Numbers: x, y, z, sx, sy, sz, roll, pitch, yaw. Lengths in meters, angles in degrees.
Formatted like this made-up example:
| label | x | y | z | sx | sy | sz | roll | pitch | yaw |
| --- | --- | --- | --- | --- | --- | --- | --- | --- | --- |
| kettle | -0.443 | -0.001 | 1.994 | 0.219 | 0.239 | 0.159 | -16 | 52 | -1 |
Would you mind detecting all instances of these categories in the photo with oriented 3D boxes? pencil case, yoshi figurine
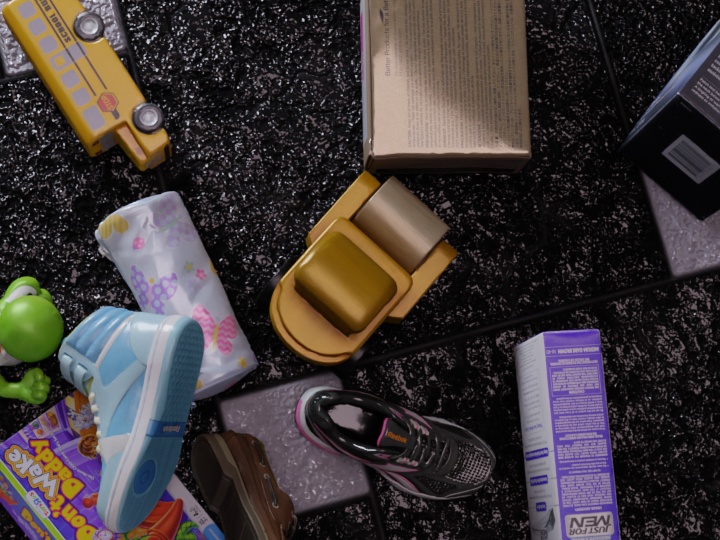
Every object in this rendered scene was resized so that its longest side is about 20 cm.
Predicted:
| label | x | y | z | sx | sy | sz | roll | pitch | yaw |
| --- | --- | --- | --- | --- | --- | --- | --- | --- | --- |
| pencil case | -0.175 | 0.026 | 1.424 | 0.090 | 0.083 | 0.201 | -25 | 84 | -24 |
| yoshi figurine | -0.342 | 0.091 | 1.368 | 0.111 | 0.113 | 0.201 | 26 | 68 | 17 |

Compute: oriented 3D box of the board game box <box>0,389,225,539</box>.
| label | x | y | z | sx | sy | sz | roll | pitch | yaw |
| --- | --- | --- | --- | --- | --- | --- | --- | --- | --- |
| board game box | -0.235 | 0.216 | 1.374 | 0.200 | 0.045 | 0.134 | 50 | 50 | 3 |

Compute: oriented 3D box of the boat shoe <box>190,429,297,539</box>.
| label | x | y | z | sx | sy | sz | roll | pitch | yaw |
| --- | --- | --- | --- | --- | --- | --- | --- | --- | --- |
| boat shoe | -0.089 | 0.228 | 1.374 | 0.067 | 0.072 | 0.201 | -2 | 52 | -33 |

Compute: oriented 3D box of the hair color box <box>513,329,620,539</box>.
| label | x | y | z | sx | sy | sz | roll | pitch | yaw |
| --- | --- | --- | --- | --- | --- | --- | --- | --- | --- |
| hair color box | 0.196 | 0.164 | 1.433 | 0.064 | 0.109 | 0.202 | -1 | 81 | -9 |

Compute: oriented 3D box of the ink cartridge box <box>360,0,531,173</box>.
| label | x | y | z | sx | sy | sz | roll | pitch | yaw |
| --- | --- | --- | --- | --- | --- | --- | --- | --- | --- |
| ink cartridge box | 0.083 | -0.201 | 1.501 | 0.163 | 0.075 | 0.202 | 0 | 81 | -6 |

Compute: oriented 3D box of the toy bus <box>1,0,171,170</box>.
| label | x | y | z | sx | sy | sz | roll | pitch | yaw |
| --- | --- | --- | --- | --- | --- | --- | --- | --- | --- |
| toy bus | -0.262 | -0.184 | 1.460 | 0.078 | 0.065 | 0.201 | -32 | 85 | -11 |

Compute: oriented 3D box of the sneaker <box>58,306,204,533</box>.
| label | x | y | z | sx | sy | sz | roll | pitch | yaw |
| --- | --- | --- | --- | --- | --- | --- | --- | --- | --- |
| sneaker | -0.227 | 0.127 | 1.362 | 0.129 | 0.079 | 0.202 | 14 | 81 | 22 |

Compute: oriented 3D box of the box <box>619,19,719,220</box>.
| label | x | y | z | sx | sy | sz | roll | pitch | yaw |
| --- | --- | --- | --- | --- | --- | --- | --- | --- | --- |
| box | 0.378 | -0.180 | 1.472 | 0.123 | 0.200 | 0.199 | 40 | 77 | 2 |

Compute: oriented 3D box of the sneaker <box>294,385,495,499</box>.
| label | x | y | z | sx | sy | sz | roll | pitch | yaw |
| --- | --- | --- | --- | --- | --- | --- | --- | --- | --- |
| sneaker | 0.034 | 0.165 | 1.424 | 0.198 | 0.086 | 0.081 | 16 | 80 | -5 |

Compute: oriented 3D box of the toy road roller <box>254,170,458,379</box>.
| label | x | y | z | sx | sy | sz | roll | pitch | yaw |
| --- | --- | --- | --- | --- | --- | --- | --- | --- | --- |
| toy road roller | 0.000 | 0.000 | 1.418 | 0.123 | 0.146 | 0.200 | 41 | 78 | 1 |
